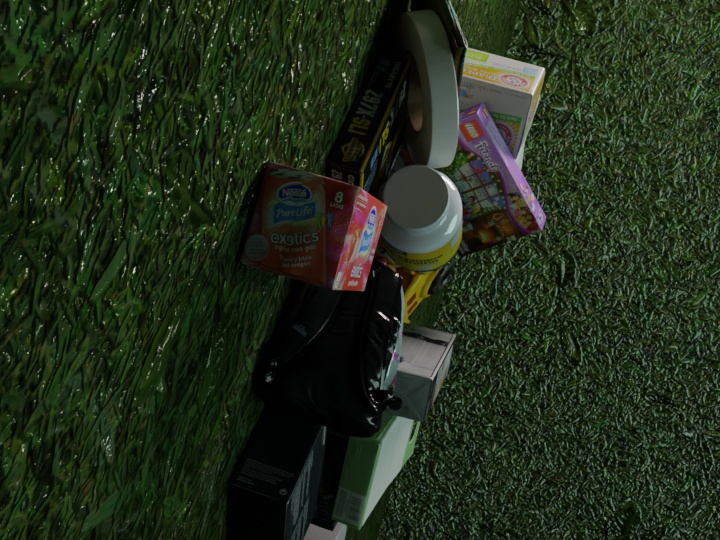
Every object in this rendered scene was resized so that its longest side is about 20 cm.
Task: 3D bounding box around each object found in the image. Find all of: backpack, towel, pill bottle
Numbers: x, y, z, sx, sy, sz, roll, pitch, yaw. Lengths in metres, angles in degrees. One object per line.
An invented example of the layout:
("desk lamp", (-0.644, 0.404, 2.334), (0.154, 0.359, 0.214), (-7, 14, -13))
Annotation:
("backpack", (-0.026, 0.082, 1.249), (0.127, 0.166, 0.201), (126, -17, -63))
("towel", (0.099, -0.305, 1.368), (0.147, 0.022, 0.200), (93, -15, -56))
("pill bottle", (0.075, -0.069, 1.367), (0.200, 0.112, 0.112), (62, 45, -77))

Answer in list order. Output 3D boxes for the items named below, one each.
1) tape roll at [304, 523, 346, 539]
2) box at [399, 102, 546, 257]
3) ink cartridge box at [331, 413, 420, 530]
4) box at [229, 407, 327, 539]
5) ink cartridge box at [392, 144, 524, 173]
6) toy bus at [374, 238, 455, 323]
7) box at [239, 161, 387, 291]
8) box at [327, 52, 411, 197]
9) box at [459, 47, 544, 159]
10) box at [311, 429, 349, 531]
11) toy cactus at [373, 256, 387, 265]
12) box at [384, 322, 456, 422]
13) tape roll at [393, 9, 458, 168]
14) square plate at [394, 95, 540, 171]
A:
("tape roll", (-0.086, 0.544, 1.936), (0.200, 0.066, 0.201), (17, 90, -82))
("box", (0.155, -0.124, 1.496), (0.200, 0.137, 0.039), (57, 34, -22))
("ink cartridge box", (0.031, 0.236, 1.444), (0.200, 0.048, 0.146), (-46, 151, -58))
("box", (-0.102, 0.276, 1.307), (0.141, 0.079, 0.200), (-61, 164, -44))
("ink cartridge box", (0.137, -0.150, 1.634), (0.083, 0.199, 0.147), (82, 25, -63))
("toy bus", (0.040, 0.011, 1.616), (0.192, 0.136, 0.200), (-54, 165, -14))
("box", (-0.040, -0.038, 1.057), (0.200, 0.095, 0.100), (13, 92, -81))
("box", (0.010, -0.148, 1.336), (0.160, 0.049, 0.200), (91, 17, -54))
("box", (0.148, -0.248, 1.508), (0.113, 0.199, 0.102), (-61, 164, -55))
("box", (-0.048, 0.234, 1.472), (0.122, 0.106, 0.201), (-49, 154, -66))
("toy cactus", (0.000, 0.000, 1.447), (0.200, 0.102, 0.166), (-32, 128, -65))
("box", (0.053, 0.126, 1.411), (0.200, 0.116, 0.060), (-40, 142, -71))
("tape roll", (0.082, -0.230, 1.361), (0.203, 0.037, 0.204), (172, -90, -82))
("square plate", (0.150, -0.216, 1.586), (0.028, 0.198, 0.200), (88, 21, -62))
